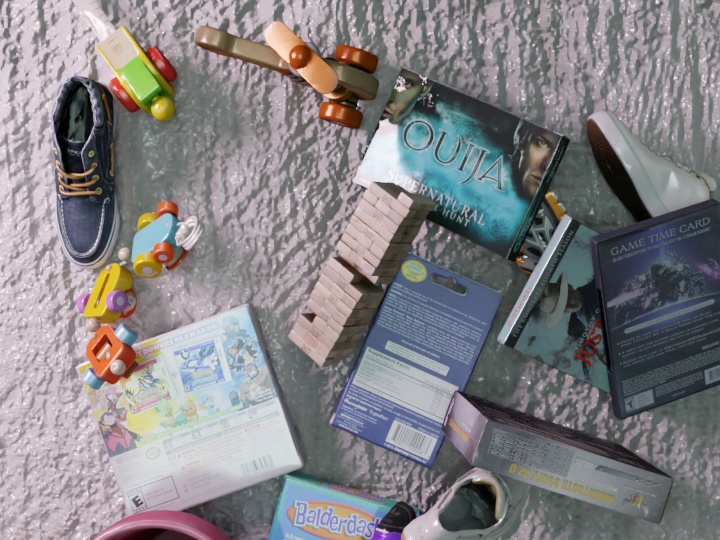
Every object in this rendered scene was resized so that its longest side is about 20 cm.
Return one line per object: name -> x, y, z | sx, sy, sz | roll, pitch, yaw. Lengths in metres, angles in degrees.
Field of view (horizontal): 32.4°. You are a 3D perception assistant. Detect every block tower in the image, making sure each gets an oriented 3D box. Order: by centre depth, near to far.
block tower -> 0.000, 0.000, 1.281 | 0.058, 0.054, 0.201 | 38, 109, 23

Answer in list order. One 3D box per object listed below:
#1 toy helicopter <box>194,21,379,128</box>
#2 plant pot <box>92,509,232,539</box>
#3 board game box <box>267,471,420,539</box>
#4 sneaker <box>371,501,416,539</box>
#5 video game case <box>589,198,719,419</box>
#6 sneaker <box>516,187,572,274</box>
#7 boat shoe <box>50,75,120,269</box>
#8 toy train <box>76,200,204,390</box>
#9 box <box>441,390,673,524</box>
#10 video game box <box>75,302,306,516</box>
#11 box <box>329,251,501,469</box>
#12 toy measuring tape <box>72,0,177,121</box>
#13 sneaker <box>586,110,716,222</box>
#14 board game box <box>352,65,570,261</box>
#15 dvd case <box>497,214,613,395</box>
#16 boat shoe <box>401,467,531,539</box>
toy helicopter -> -0.077, -0.213, 1.271 | 0.198, 0.132, 0.080 | 17, 92, 2
plant pot -> -0.191, 0.336, 1.259 | 0.197, 0.179, 0.203 | 0, 90, 2
board game box -> -0.034, 0.332, 1.320 | 0.150, 0.045, 0.203 | 17, 92, 1
sneaker -> 0.095, 0.301, 1.281 | 0.199, 0.069, 0.100 | 34, 72, -28
video game case -> 0.313, 0.041, 1.268 | 0.141, 0.019, 0.202 | -17, 111, -12
sneaker -> 0.185, -0.039, 1.295 | 0.077, 0.078, 0.201 | -35, 90, 7
boat shoe -> -0.295, -0.102, 1.301 | 0.070, 0.091, 0.203 | 1, 91, 2
toy train -> -0.224, 0.028, 1.290 | 0.055, 0.150, 0.201 | 36, 88, -38
box -> 0.192, 0.184, 1.241 | 0.198, 0.158, 0.049 | 18, 93, -9
video game box -> -0.180, 0.153, 1.323 | 0.198, 0.047, 0.184 | -19, 92, 2
box -> 0.061, 0.094, 1.320 | 0.120, 0.032, 0.202 | 23, 93, 1
toy measuring tape -> -0.250, -0.229, 1.324 | 0.073, 0.074, 0.201 | -38, 67, 2
sneaker -> 0.315, -0.095, 1.297 | 0.084, 0.073, 0.201 | -37, 98, -7
board game box -> 0.100, -0.113, 1.275 | 0.199, 0.028, 0.137 | 27, 97, 27
dvd case -> 0.254, 0.047, 1.273 | 0.198, 0.022, 0.147 | 26, 99, -22
boat shoe -> 0.124, 0.235, 1.244 | 0.071, 0.199, 0.069 | 49, 129, 12
